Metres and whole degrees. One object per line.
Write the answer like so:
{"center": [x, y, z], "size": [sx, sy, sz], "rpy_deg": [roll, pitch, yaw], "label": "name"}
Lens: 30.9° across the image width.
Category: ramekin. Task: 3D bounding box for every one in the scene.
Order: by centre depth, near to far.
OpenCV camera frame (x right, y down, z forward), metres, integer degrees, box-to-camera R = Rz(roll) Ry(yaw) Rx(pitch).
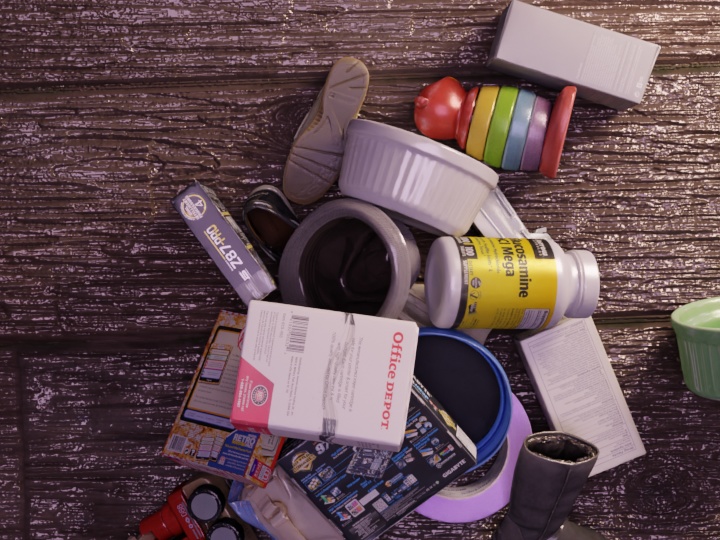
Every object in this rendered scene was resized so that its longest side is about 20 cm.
{"center": [0.065, -0.110, 1.632], "size": [0.201, 0.202, 0.095], "rpy_deg": [20, 88, -2], "label": "ramekin"}
{"center": [0.500, 0.098, 1.660], "size": [0.199, 0.200, 0.098], "rpy_deg": [-7, 100, -1], "label": "ramekin"}

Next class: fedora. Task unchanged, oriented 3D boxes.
{"center": [0.000, 0.000, 1.622], "size": [0.200, 0.090, 0.177], "rpy_deg": [-46, 70, 35], "label": "fedora"}

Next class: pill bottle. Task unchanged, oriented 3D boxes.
{"center": [0.187, 0.016, 1.608], "size": [0.199, 0.112, 0.113], "rpy_deg": [1, 92, -13], "label": "pill bottle"}

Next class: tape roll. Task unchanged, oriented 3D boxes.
{"center": [0.124, 0.226, 1.717], "size": [0.199, 0.066, 0.201], "rpy_deg": [0, 92, -2], "label": "tape roll"}

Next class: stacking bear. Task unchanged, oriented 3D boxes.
{"center": [0.167, -0.194, 1.684], "size": [0.199, 0.121, 0.114], "rpy_deg": [14, 85, 7], "label": "stacking bear"}

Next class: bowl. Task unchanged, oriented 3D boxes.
{"center": [0.091, 0.163, 1.634], "size": [0.199, 0.039, 0.202], "rpy_deg": [2, 110, 6], "label": "bowl"}

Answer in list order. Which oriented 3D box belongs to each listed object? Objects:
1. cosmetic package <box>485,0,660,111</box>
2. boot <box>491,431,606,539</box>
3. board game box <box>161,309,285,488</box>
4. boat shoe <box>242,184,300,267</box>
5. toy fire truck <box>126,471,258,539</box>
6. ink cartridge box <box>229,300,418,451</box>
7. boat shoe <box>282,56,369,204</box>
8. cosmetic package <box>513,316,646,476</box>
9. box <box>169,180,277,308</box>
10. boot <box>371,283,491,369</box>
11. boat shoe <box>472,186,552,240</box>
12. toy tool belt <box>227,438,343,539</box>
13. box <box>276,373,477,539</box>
{"center": [0.269, -0.276, 1.681], "size": [0.199, 0.107, 0.091], "rpy_deg": [20, 92, -4], "label": "cosmetic package"}
{"center": [0.264, 0.294, 1.667], "size": [0.181, 0.073, 0.201], "rpy_deg": [5, 121, -17], "label": "boot"}
{"center": [-0.147, 0.155, 1.617], "size": [0.151, 0.046, 0.201], "rpy_deg": [8, 69, 40], "label": "board game box"}
{"center": [-0.082, -0.017, 1.693], "size": [0.072, 0.068, 0.200], "rpy_deg": [-36, 103, 13], "label": "boat shoe"}
{"center": [-0.231, 0.380, 1.695], "size": [0.199, 0.129, 0.177], "rpy_deg": [-29, 93, 11], "label": "toy fire truck"}
{"center": [-0.039, 0.124, 1.516], "size": [0.199, 0.084, 0.146], "rpy_deg": [8, 76, 4], "label": "ink cartridge box"}
{"center": [-0.045, -0.183, 1.706], "size": [0.073, 0.063, 0.202], "rpy_deg": [19, 98, -7], "label": "boat shoe"}
{"center": [0.286, 0.162, 1.714], "size": [0.103, 0.073, 0.201], "rpy_deg": [-21, 93, 0], "label": "cosmetic package"}
{"center": [-0.166, -0.033, 1.631], "size": [0.049, 0.200, 0.161], "rpy_deg": [-37, 93, -2], "label": "box"}
{"center": [0.102, 0.020, 1.702], "size": [0.200, 0.072, 0.155], "rpy_deg": [37, 76, 20], "label": "boot"}
{"center": [0.217, -0.032, 1.706], "size": [0.071, 0.070, 0.201], "rpy_deg": [-41, 91, 2], "label": "boat shoe"}
{"center": [-0.116, 0.294, 1.681], "size": [0.123, 0.125, 0.200], "rpy_deg": [-34, 111, 29], "label": "toy tool belt"}
{"center": [0.021, 0.230, 1.616], "size": [0.200, 0.046, 0.159], "rpy_deg": [-39, 101, 14], "label": "box"}
